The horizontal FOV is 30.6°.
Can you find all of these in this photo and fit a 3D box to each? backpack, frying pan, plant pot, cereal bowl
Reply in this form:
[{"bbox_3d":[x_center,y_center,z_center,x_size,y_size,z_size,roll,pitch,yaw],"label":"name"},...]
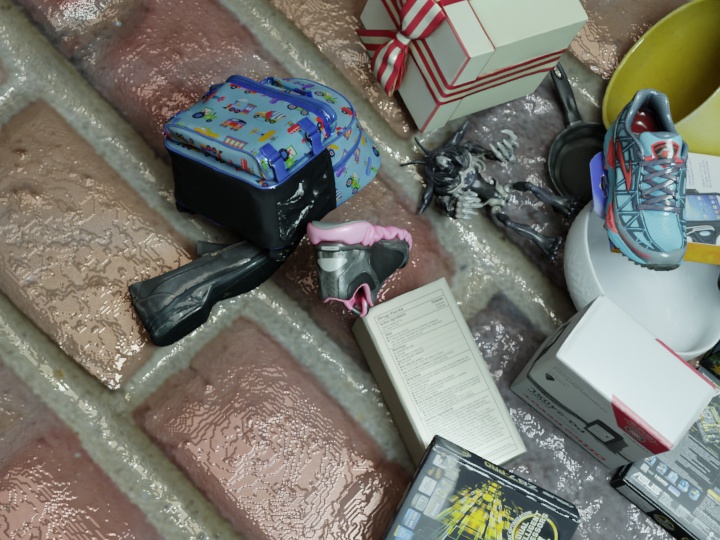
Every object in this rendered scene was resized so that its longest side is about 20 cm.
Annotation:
[{"bbox_3d":[-0.081,-0.130,1.364,0.182,0.135,0.200,27,50,34],"label":"backpack"},{"bbox_3d":[0.242,-0.141,1.498,0.115,0.031,0.190,-38,79,-20],"label":"frying pan"},{"bbox_3d":[0.391,-0.185,1.471,0.142,0.199,0.201,38,68,-26],"label":"plant pot"},{"bbox_3d":[0.296,0.015,1.416,0.199,0.083,0.202,15,57,-25],"label":"cereal bowl"}]

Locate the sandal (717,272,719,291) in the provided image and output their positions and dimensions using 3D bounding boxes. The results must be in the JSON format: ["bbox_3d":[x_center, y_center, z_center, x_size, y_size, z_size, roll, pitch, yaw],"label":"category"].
[{"bbox_3d":[0.429,0.015,1.417,0.075,0.200,0.048,11,107,21],"label":"sandal"}]

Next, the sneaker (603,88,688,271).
[{"bbox_3d":[0.285,-0.096,1.307,0.079,0.096,0.201,1,57,-8],"label":"sneaker"}]

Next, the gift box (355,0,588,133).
[{"bbox_3d":[0.102,-0.282,1.446,0.186,0.185,0.201,-21,70,-25],"label":"gift box"}]

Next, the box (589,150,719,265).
[{"bbox_3d":[0.334,-0.069,1.384,0.198,0.042,0.120,6,57,-7],"label":"box"}]

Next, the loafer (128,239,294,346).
[{"bbox_3d":[-0.149,-0.005,1.371,0.199,0.073,0.072,-33,76,-19],"label":"loafer"}]

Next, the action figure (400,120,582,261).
[{"bbox_3d":[0.138,-0.094,1.426,0.199,0.102,0.120,27,80,7],"label":"action figure"}]

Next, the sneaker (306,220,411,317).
[{"bbox_3d":[0.000,0.000,1.345,0.078,0.200,0.096,-5,86,22],"label":"sneaker"}]

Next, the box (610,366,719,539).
[{"bbox_3d":[0.391,0.226,1.399,0.200,0.049,0.161,38,72,4],"label":"box"}]

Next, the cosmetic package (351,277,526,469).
[{"bbox_3d":[0.079,0.123,1.366,0.103,0.073,0.201,-21,77,-15],"label":"cosmetic package"}]

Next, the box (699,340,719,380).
[{"bbox_3d":[0.473,0.132,1.395,0.200,0.137,0.038,39,69,4],"label":"box"}]

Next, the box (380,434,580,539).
[{"bbox_3d":[0.098,0.285,1.281,0.160,0.049,0.201,28,98,1],"label":"box"}]

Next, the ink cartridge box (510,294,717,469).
[{"bbox_3d":[0.249,0.119,1.330,0.145,0.200,0.084,39,75,4],"label":"ink cartridge box"}]
